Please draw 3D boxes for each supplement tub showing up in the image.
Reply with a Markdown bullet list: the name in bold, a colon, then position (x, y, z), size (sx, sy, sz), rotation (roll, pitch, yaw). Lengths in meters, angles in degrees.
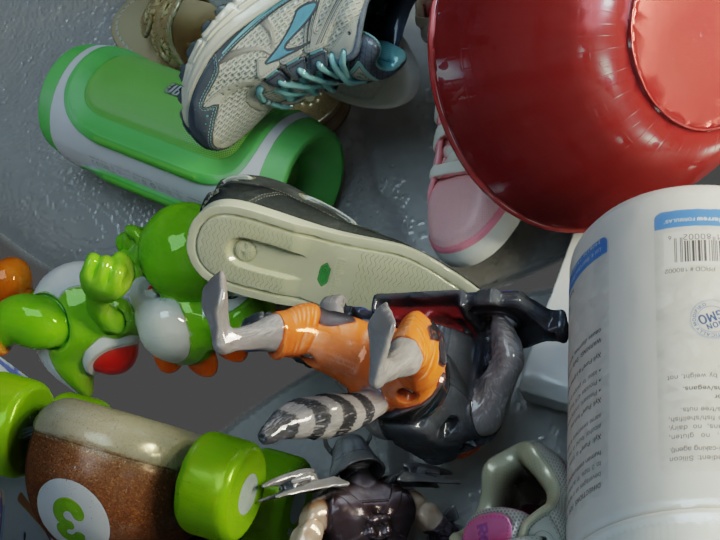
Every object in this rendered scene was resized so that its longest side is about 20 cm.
- **supplement tub**: position (0.164, 0.073, 0.733), size (0.130, 0.132, 0.202), rotation (-5, 54, 17)

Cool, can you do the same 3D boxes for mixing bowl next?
- **mixing bowl**: position (0.145, -0.120, 0.802), size (0.201, 0.199, 0.108), rotation (-60, 25, -13)

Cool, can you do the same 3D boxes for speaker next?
- **speaker**: position (-0.111, -0.084, 0.980), size (0.198, 0.089, 0.089), rotation (22, 74, 27)

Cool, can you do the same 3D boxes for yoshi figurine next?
- **yoshi figurine**: position (-0.151, 0.004, 0.943), size (0.198, 0.112, 0.113), rotation (-2, 58, 16)

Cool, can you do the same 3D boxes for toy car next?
- **toy car**: position (-0.140, 0.177, 0.840), size (0.163, 0.158, 0.202), rotation (13, 82, 20)

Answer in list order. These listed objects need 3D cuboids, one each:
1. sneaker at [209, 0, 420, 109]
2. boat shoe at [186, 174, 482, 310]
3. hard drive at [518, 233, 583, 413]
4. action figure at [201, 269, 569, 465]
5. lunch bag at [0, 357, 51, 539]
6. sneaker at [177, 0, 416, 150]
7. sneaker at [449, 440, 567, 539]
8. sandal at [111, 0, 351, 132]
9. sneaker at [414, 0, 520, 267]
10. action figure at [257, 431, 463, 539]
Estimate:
- **sneaker**: position (-0.008, -0.167, 0.967), size (0.200, 0.099, 0.071), rotation (38, 127, 36)
- **boat shoe**: position (0.000, 0.000, 0.884), size (0.198, 0.068, 0.072), rotation (23, 114, -3)
- **hard drive**: position (0.202, 0.035, 0.844), size (0.198, 0.026, 0.133), rotation (14, 71, 25)
- **action figure**: position (-0.002, 0.057, 0.792), size (0.198, 0.193, 0.106), rotation (-6, 70, 35)
- **lunch bag**: position (-0.244, 0.134, 0.880), size (0.075, 0.160, 0.202), rotation (-7, 64, 16)
- **sneaker**: position (-0.024, -0.132, 0.860), size (0.200, 0.077, 0.087), rotation (-46, 71, 22)
- **sneaker**: position (0.076, 0.166, 0.749), size (0.081, 0.088, 0.201), rotation (-25, 30, 26)
- **sandal**: position (-0.098, -0.160, 1.020), size (0.211, 0.070, 0.078), rotation (31, 78, 29)
- **sneaker**: position (0.063, -0.109, 0.908), size (0.075, 0.104, 0.202), rotation (-5, 56, 50)
- **action figure**: position (0.004, 0.178, 0.803), size (0.129, 0.069, 0.202), rotation (-4, 73, -17)
